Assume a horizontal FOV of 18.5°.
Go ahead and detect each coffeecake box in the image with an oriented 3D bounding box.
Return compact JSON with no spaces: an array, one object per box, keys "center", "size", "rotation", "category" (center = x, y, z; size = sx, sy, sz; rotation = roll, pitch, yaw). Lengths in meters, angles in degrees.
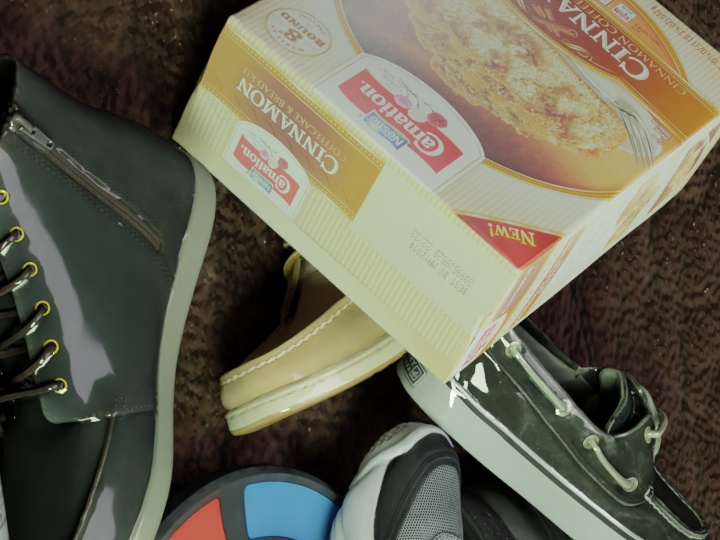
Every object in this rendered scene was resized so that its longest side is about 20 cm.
[{"center":[0.047,-0.067,0.923],"size":[0.200,0.153,0.073],"rotation":[-36,163,-45],"category":"coffeecake box"}]

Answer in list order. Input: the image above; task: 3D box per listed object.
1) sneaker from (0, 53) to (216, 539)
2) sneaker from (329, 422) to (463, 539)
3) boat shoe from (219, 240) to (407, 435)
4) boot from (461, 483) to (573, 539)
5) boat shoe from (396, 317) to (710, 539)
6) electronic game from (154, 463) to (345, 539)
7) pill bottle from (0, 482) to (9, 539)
[{"center":[-0.122,0.029,0.788],"size":[0.106,0.075,0.201],"rotation":[32,57,-42],"category":"sneaker"},{"center":[0.045,0.160,0.902],"size":[0.075,0.113,0.201],"rotation":[36,57,-52],"category":"sneaker"},{"center":[0.000,0.000,0.943],"size":[0.200,0.074,0.069],"rotation":[-37,100,-45],"category":"boat shoe"},{"center":[0.110,0.175,1.016],"size":[0.131,0.070,0.201],"rotation":[-4,62,-50],"category":"boot"},{"center":[0.105,0.079,1.000],"size":[0.200,0.064,0.071],"rotation":[37,19,-32],"category":"boat shoe"},{"center":[-0.046,0.179,0.902],"size":[0.200,0.041,0.201],"rotation":[-2,93,-51],"category":"electronic game"},{"center":[-0.167,0.074,0.691],"size":[0.111,0.111,0.201],"rotation":[-18,105,-50],"category":"pill bottle"}]
